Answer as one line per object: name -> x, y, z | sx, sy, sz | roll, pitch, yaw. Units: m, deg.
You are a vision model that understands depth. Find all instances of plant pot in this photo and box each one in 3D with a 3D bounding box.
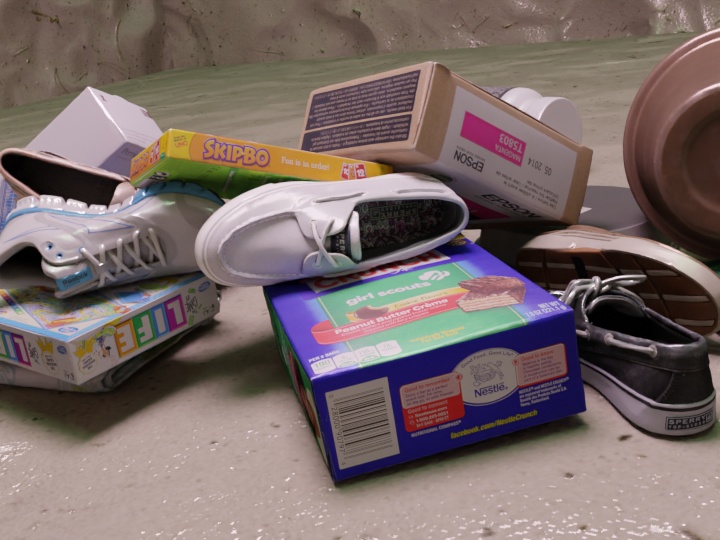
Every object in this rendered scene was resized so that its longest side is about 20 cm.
plant pot -> 0.294, -0.091, 0.714 | 0.199, 0.202, 0.174 | 1, 13, 25

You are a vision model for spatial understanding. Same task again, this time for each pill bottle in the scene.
pill bottle -> 0.176, -0.178, 1.187 | 0.115, 0.117, 0.199 | -21, 23, -36

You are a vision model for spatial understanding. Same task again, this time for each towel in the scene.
towel -> -0.243, 0.045, 0.795 | 0.199, 0.048, 0.171 | 1, 20, 26

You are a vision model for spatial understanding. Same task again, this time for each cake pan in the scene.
cake pan -> 0.207, -0.043, 0.896 | 0.199, 0.037, 0.200 | -7, 19, 2

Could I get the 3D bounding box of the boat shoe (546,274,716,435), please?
boat shoe -> 0.164, 0.038, 0.619 | 0.073, 0.069, 0.199 | -10, 18, -9

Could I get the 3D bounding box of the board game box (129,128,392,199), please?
board game box -> -0.068, -0.072, 0.715 | 0.199, 0.030, 0.095 | 9, -11, -29

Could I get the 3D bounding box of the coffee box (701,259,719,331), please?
coffee box -> 0.319, 0.034, 0.611 | 0.122, 0.044, 0.200 | -9, 18, -6

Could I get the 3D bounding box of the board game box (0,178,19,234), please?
board game box -> -0.237, -0.038, 0.889 | 0.199, 0.062, 0.200 | 3, -6, 28

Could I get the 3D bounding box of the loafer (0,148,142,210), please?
loafer -> -0.216, -0.052, 0.775 | 0.199, 0.072, 0.063 | 21, -5, 10

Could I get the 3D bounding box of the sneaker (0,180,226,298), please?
sneaker -> -0.186, -0.011, 0.682 | 0.199, 0.075, 0.087 | -6, 33, 15

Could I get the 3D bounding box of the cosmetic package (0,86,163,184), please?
cosmetic package -> -0.309, -0.095, 0.992 | 0.200, 0.081, 0.113 | -38, -13, 15

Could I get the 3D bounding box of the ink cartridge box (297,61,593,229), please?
ink cartridge box -> 0.071, -0.097, 0.794 | 0.199, 0.076, 0.164 | 20, -10, -36

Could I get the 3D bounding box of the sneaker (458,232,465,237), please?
sneaker -> 0.000, 0.000, 0.803 | 0.199, 0.075, 0.115 | 9, -31, -34

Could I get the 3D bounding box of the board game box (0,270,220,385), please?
board game box -> -0.227, 0.028, 0.720 | 0.199, 0.034, 0.134 | 9, 26, 39

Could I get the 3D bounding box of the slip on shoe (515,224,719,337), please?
slip on shoe -> 0.206, 0.001, 0.710 | 0.060, 0.076, 0.200 | -30, 19, -24

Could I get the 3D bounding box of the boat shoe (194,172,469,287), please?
boat shoe -> -0.016, -0.026, 0.659 | 0.199, 0.072, 0.068 | -7, 15, -21

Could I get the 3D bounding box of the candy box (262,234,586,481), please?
candy box -> 0.032, 0.047, 0.633 | 0.168, 0.078, 0.200 | -13, 18, -11
